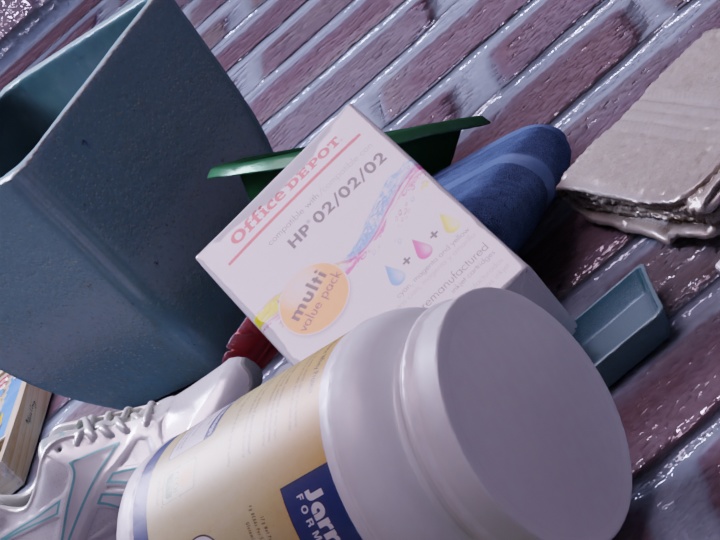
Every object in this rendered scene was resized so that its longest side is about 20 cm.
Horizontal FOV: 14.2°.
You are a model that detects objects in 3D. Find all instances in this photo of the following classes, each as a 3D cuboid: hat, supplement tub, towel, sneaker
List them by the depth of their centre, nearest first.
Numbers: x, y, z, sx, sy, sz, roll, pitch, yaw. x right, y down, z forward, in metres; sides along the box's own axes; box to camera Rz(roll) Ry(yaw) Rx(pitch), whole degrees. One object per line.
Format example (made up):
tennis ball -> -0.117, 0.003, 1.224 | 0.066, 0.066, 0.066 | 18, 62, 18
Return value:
supplement tub -> 0.006, 0.104, 1.271 | 0.200, 0.144, 0.145 | -32, 20, 35
towel -> 0.183, -0.073, 1.493 | 0.133, 0.034, 0.200 | -44, 15, -7
towel -> 0.055, -0.022, 1.585 | 0.112, 0.049, 0.200 | -29, 8, 21
sneaker -> -0.141, 0.112, 1.686 | 0.200, 0.080, 0.070 | -42, 3, 11
hat -> -0.002, 0.009, 1.745 | 0.200, 0.177, 0.165 | -8, 4, 39

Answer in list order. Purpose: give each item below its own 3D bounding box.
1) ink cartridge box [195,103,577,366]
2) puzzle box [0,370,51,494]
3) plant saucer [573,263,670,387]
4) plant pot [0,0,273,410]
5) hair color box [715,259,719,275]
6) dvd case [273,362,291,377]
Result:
ink cartridge box -> 0.000, 0.000, 1.449 | 0.115, 0.068, 0.200 | -45, 49, -1
puzzle box -> -0.283, 0.137, 2.086 | 0.133, 0.025, 0.200 | -39, 17, 16
plant saucer -> 0.071, 0.076, 1.413 | 0.200, 0.019, 0.070 | -40, 16, 10
plant pot -> -0.161, -0.024, 1.885 | 0.196, 0.200, 0.196 | -25, 24, 46
hair color box -> 0.250, -0.036, 1.187 | 0.200, 0.065, 0.109 | -41, 17, 1
dvd case -> -0.013, 0.085, 1.577 | 0.200, 0.025, 0.150 | -25, 24, 49
